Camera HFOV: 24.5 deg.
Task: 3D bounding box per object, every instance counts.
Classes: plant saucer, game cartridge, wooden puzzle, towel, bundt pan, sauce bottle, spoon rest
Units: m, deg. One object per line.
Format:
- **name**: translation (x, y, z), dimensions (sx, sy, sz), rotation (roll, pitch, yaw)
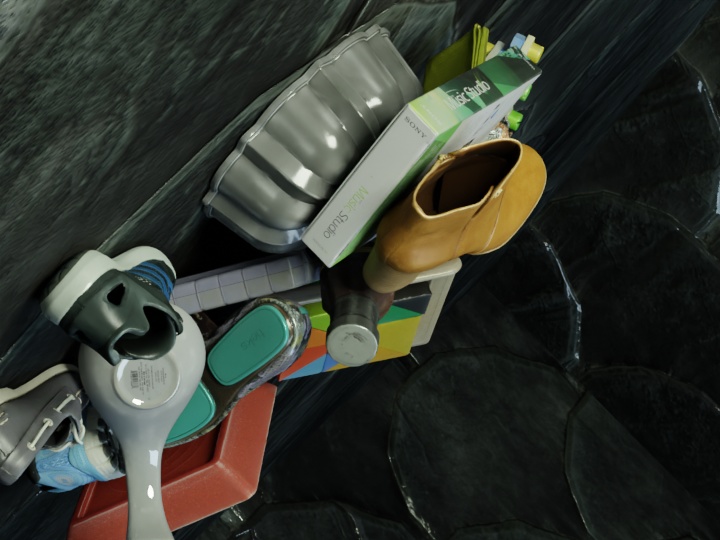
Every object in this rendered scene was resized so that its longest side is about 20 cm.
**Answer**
- **plant saucer**: translation (-0.180, 0.178, 1.534), dimensions (0.199, 0.037, 0.200), rotation (-24, -158, 14)
- **game cartridge**: translation (-0.083, 0.004, 1.406), dimensions (0.129, 0.039, 0.200), rotation (-18, 180, 16)
- **wooden puzzle**: translation (-0.009, 0.052, 1.516), dimensions (0.184, 0.037, 0.200), rotation (-11, 159, -14)
- **towel**: translation (0.067, -0.115, 1.428), dimensions (0.086, 0.018, 0.201), rotation (-26, -135, 48)
- **bundt pan**: translation (-0.025, -0.090, 1.276), dimensions (0.202, 0.076, 0.202), rotation (-45, 173, -7)
- **sauce bottle**: translation (0.000, 0.000, 1.330), dimensions (0.066, 0.066, 0.200), rotation (-48, -160, 27)
- **spoon rest**: translation (-0.171, 0.118, 1.303), dimensions (0.099, 0.202, 0.061), rotation (-2, -164, -14)

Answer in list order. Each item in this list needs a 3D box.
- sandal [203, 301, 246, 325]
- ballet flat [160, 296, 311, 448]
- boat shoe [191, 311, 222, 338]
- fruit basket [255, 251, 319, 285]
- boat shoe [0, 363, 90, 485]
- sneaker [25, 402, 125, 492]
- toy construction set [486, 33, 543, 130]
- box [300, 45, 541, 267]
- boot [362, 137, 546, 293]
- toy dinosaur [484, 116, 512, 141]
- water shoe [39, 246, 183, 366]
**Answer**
- **sandal**: translation (-0.146, 0.070, 1.617), dimensions (0.076, 0.043, 0.200), rotation (-48, 173, 22)
- **ballet flat**: translation (-0.114, 0.084, 1.346), dimensions (0.200, 0.072, 0.072), rotation (-34, 178, 25)
- **boat shoe**: translation (-0.157, 0.067, 1.465), dimensions (0.200, 0.070, 0.071), rotation (27, 70, -73)
- **fruit basket**: translation (-0.023, -0.023, 1.608), dimensions (0.185, 0.094, 0.200), rotation (-47, 176, 17)
- **boat shoe**: translation (-0.244, 0.121, 1.255), dimensions (0.073, 0.063, 0.200), rotation (-49, 174, 11)
- **sneaker**: translation (-0.250, 0.152, 1.449), dimensions (0.089, 0.079, 0.200), rotation (-18, 177, -3)
- **toy construction set**: translation (0.100, -0.139, 1.611), dimensions (0.200, 0.092, 0.131), rotation (-40, 160, -36)
- **box**: translation (0.048, -0.089, 1.250), dimensions (0.144, 0.036, 0.200), rotation (-50, 173, 32)
- **boot**: translation (0.093, -0.061, 1.222), dimensions (0.201, 0.071, 0.144), rotation (-35, 172, -31)
- **toy dinosaur**: translation (0.067, -0.064, 1.475), dimensions (0.199, 0.102, 0.136), rotation (-31, -165, 25)
- **water shoe**: translation (-0.162, 0.033, 1.159), dimensions (0.072, 0.079, 0.200), rotation (-46, 173, 9)
